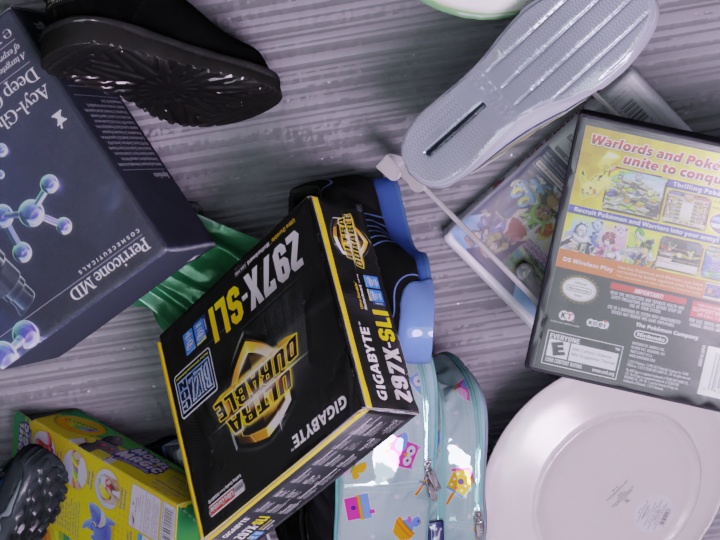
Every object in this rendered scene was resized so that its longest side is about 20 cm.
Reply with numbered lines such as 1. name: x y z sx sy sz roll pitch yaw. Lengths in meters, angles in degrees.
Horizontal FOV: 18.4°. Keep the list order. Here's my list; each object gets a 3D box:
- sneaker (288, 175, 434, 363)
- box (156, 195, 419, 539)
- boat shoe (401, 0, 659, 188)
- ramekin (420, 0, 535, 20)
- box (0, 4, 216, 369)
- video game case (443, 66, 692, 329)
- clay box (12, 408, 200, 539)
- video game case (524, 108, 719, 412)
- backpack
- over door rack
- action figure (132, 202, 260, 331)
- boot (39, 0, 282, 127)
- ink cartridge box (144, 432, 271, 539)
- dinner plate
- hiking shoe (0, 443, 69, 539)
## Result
1. sneaker: 0.000 0.000 1.511 0.078 0.200 0.070 -3 121 -10
2. box: -0.053 0.069 1.476 0.049 0.160 0.200 9 145 -36
3. boat shoe: 0.111 -0.128 1.464 0.200 0.062 0.072 -35 85 17
4. ramekin: 0.085 -0.262 1.470 0.200 0.098 0.200 1 110 2
5. box: -0.224 -0.056 1.522 0.148 0.107 0.200 -35 85 13
6. video game case: 0.192 -0.016 1.593 0.182 0.023 0.200 -42 104 15
7. clay box: -0.182 0.180 1.621 0.048 0.200 0.115 -13 117 -41
8. video game case: 0.226 0.000 1.487 0.200 0.026 0.181 12 105 6
9. backpack: 0.009 0.119 1.569 0.153 0.176 0.200 -11 112 -10
10. over door rack: 0.136 -0.060 1.538 0.200 0.067 0.148 43 105 1
11. action figure: -0.143 -0.015 1.591 0.200 0.055 0.118 32 109 -1
12. boot: -0.137 -0.195 1.511 0.079 0.211 0.158 -20 65 34
13. ink cartridge box: -0.095 0.213 1.622 0.039 0.099 0.200 -24 93 -28
14. dinner plate: 0.183 0.159 1.616 0.200 0.024 0.200 -8 115 -18
15. hiking shoe: -0.282 0.186 1.627 0.087 0.074 0.200 41 129 10
